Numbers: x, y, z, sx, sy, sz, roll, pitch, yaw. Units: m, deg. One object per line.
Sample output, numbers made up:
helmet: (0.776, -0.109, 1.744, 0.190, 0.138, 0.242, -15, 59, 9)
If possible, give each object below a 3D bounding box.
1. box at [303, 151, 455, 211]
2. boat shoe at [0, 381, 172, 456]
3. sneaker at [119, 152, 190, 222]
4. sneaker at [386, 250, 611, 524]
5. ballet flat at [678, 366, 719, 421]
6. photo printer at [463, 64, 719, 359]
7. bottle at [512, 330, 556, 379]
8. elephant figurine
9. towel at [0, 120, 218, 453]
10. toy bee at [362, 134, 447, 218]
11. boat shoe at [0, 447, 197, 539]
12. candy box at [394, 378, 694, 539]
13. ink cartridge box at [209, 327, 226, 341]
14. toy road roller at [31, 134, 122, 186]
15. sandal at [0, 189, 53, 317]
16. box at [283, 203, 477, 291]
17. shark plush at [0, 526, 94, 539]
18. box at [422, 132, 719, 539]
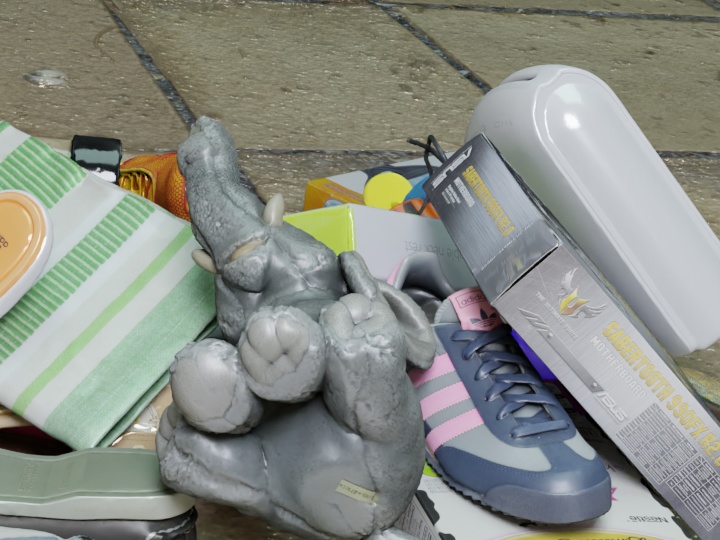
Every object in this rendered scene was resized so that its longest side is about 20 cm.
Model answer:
box: (0.066, -0.048, 1.482, 0.119, 0.042, 0.199, 26, 30, 38)
boat shoe: (-0.139, 0.095, 1.018, 0.198, 0.074, 0.070, 7, 45, 3)
sneaker: (-0.123, -0.039, 1.200, 0.076, 0.074, 0.200, 2, -1, -12)
sneaker: (0.061, 0.057, 0.986, 0.070, 0.083, 0.200, -7, 26, -30)
ballet flat: (0.220, 0.110, 1.110, 0.070, 0.071, 0.200, -2, 23, -23)
photo printer: (0.145, -0.035, 1.214, 0.069, 0.201, 0.166, -36, 2, -14)
bottle: (0.040, 0.065, 1.143, 0.198, 0.066, 0.084, 4, 8, -11)
elephant figurine: (-0.028, 0.032, 0.954, 0.140, 0.157, 0.200, 4, 25, -4)
towel: (-0.170, 0.005, 1.037, 0.199, 0.024, 0.153, 28, 55, 24)
toy bee: (0.034, -0.021, 1.297, 0.108, 0.200, 0.131, -36, 46, 5)
boat shoe: (-0.178, 0.121, 0.933, 0.199, 0.061, 0.072, 3, 21, 6)
candy box: (0.077, 0.124, 1.019, 0.135, 0.062, 0.200, 1, 23, -18)
ink cartridge box: (-0.053, 0.017, 1.261, 0.198, 0.048, 0.160, -8, 27, -32)
toy road roller: (-0.206, 0.016, 1.153, 0.121, 0.146, 0.202, 4, 59, -9)
sandal: (-0.247, 0.027, 0.977, 0.079, 0.207, 0.059, 43, -2, 27)
box: (0.000, 0.000, 1.130, 0.121, 0.048, 0.199, -10, -13, 40)
shark plush: (-0.147, 0.170, 0.874, 0.199, 0.091, 0.084, 24, 37, -17)
box: (0.124, 0.034, 1.032, 0.200, 0.048, 0.159, 47, 7, -24)
